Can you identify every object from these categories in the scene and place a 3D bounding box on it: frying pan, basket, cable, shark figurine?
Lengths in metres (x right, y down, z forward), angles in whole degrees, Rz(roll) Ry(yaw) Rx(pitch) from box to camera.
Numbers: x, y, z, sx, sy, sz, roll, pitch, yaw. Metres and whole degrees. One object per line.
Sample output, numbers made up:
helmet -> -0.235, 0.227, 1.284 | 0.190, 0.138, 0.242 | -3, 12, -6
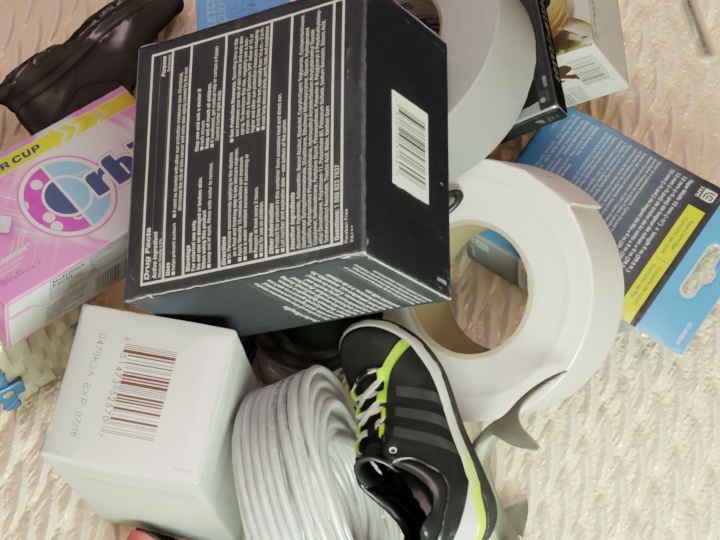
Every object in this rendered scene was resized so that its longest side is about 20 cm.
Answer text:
frying pan -> -0.015, -0.008, 1.222 | 0.115, 0.031, 0.190 | 34, 96, 14
basket -> -0.317, 0.039, 1.257 | 0.200, 0.139, 0.176 | -22, 65, -14
cable -> -0.028, 0.172, 1.148 | 0.069, 0.200, 0.200 | -18, 35, 13
shark figurine -> 0.109, 0.176, 1.186 | 0.128, 0.215, 0.089 | 5, 22, 37

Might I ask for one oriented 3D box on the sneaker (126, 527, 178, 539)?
sneaker -> -0.106, 0.275, 1.186 | 0.200, 0.074, 0.087 | 29, 85, 20

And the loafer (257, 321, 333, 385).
loafer -> -0.021, 0.009, 1.290 | 0.070, 0.070, 0.200 | 19, 77, 7

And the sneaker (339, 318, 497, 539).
sneaker -> 0.028, 0.118, 1.132 | 0.083, 0.072, 0.200 | -3, 53, -43

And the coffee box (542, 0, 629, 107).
coffee box -> 0.110, -0.184, 1.310 | 0.200, 0.080, 0.113 | -16, 61, 26

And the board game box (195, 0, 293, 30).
board game box -> -0.063, -0.163, 1.380 | 0.153, 0.040, 0.200 | -7, 66, 2

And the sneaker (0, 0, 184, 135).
sneaker -> -0.224, -0.176, 1.388 | 0.200, 0.076, 0.091 | -42, 103, -26

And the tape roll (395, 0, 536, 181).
tape roll -> 0.032, -0.158, 1.220 | 0.200, 0.066, 0.200 | -16, 57, 28

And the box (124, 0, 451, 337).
box -> -0.049, -0.071, 1.112 | 0.198, 0.123, 0.200 | -10, 68, 30

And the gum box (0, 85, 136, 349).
gum box -> -0.226, -0.040, 1.199 | 0.200, 0.066, 0.114 | -34, 69, -27

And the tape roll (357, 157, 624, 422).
tape roll -> 0.098, 0.014, 1.221 | 0.202, 0.071, 0.203 | 0, 89, 29

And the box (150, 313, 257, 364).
box -> -0.101, -0.022, 1.273 | 0.070, 0.064, 0.200 | 15, 82, 32

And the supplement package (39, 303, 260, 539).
supplement package -> -0.144, 0.120, 1.174 | 0.117, 0.200, 0.117 | 9, 68, 8

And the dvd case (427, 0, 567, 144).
dvd case -> 0.059, -0.150, 1.260 | 0.200, 0.025, 0.150 | -21, 58, 24

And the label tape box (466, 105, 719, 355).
label tape box -> 0.206, -0.027, 1.285 | 0.200, 0.066, 0.143 | 32, 73, 16
